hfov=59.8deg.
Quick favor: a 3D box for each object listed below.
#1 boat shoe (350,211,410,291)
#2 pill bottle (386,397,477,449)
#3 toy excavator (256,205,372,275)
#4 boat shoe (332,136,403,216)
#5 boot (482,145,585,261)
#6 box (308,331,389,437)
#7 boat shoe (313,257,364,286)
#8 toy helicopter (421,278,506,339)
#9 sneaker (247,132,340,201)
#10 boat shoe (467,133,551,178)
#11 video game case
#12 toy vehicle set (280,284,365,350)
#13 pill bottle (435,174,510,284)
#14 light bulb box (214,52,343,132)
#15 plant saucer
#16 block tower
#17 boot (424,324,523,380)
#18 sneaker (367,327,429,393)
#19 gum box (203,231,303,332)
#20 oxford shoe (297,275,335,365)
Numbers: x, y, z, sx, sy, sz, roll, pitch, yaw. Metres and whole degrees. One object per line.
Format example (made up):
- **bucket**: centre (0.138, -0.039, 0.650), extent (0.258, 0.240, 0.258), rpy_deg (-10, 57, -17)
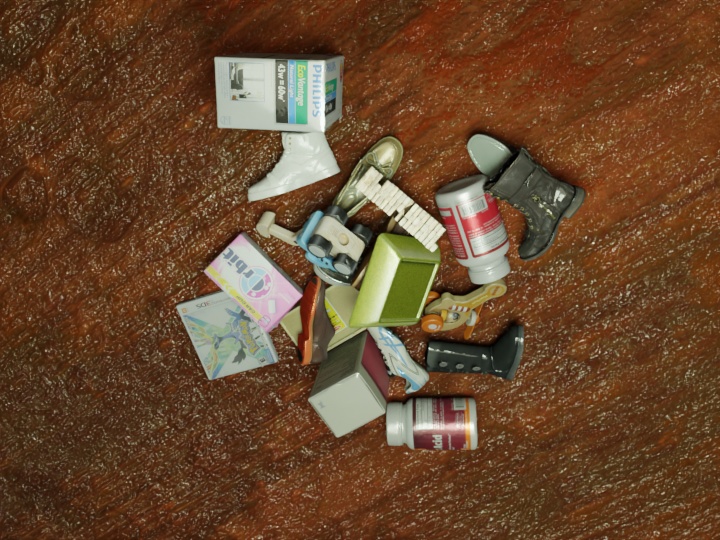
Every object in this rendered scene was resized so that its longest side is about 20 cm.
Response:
- **boat shoe**: centre (0.054, -0.037, 1.277), extent (0.070, 0.070, 0.201), rpy_deg (35, 76, -12)
- **pill bottle**: centre (0.161, 0.346, 1.415), extent (0.198, 0.114, 0.115), rpy_deg (-2, 109, 8)
- **toy excavator**: centre (-0.104, -0.064, 1.293), extent (0.194, 0.100, 0.200), rpy_deg (36, 153, -20)
- **boat shoe**: centre (0.012, -0.184, 1.275), extent (0.073, 0.063, 0.201), rpy_deg (42, 109, -8)
- **boot**: centre (0.308, -0.126, 1.196), extent (0.173, 0.069, 0.201), rpy_deg (23, 121, -14)
- **box**: centre (-0.017, 0.241, 1.354), extent (0.127, 0.200, 0.109), rpy_deg (-31, 104, 16)
- **boat shoe**: centre (0.000, 0.000, 1.329), extent (0.199, 0.071, 0.064), rpy_deg (14, 152, -5)
- **toy helicopter**: centre (0.228, 0.077, 1.326), extent (0.132, 0.079, 0.200), rpy_deg (33, 130, -32)
- **sneaker**: centre (-0.153, -0.222, 1.283), extent (0.199, 0.074, 0.116), rpy_deg (-20, 104, 3)
- **boat shoe**: centre (0.297, -0.206, 1.236), extent (0.200, 0.060, 0.076), rpy_deg (40, 134, -9)
- **video game case**: centre (-0.307, 0.144, 1.452), extent (0.181, 0.022, 0.201), rpy_deg (-16, 107, 12)
- **toy vehicle set**: centre (-0.071, 0.106, 1.406), extent (0.199, 0.027, 0.125), rpy_deg (-31, 103, 16)
- **pill bottle**: centre (0.232, -0.080, 1.258), extent (0.112, 0.112, 0.201), rpy_deg (-18, 106, 13)
- **light bulb box**: centre (-0.144, -0.337, 1.170), extent (0.198, 0.198, 0.126), rpy_deg (5, 112, 7)
- **plant saucer**: centre (0.084, 0.033, 1.267), extent (0.048, 0.199, 0.201), rpy_deg (29, 106, 38)
- **block tower**: centre (0.082, -0.123, 1.233), extent (0.200, 0.054, 0.058), rpy_deg (41, 100, -6)
- **boot**: centre (0.241, 0.169, 1.350), extent (0.198, 0.066, 0.166), rpy_deg (8, 132, 6)
- **sneaker**: centre (0.071, 0.185, 1.364), extent (0.072, 0.072, 0.200), rpy_deg (-40, 102, -6)
- **gum box**: centre (-0.226, 0.027, 1.364), extent (0.113, 0.066, 0.200), rpy_deg (-44, 99, 3)
- **oxford shoe**: centre (-0.092, 0.108, 1.371), extent (0.072, 0.071, 0.201), rpy_deg (2, 109, -24)
